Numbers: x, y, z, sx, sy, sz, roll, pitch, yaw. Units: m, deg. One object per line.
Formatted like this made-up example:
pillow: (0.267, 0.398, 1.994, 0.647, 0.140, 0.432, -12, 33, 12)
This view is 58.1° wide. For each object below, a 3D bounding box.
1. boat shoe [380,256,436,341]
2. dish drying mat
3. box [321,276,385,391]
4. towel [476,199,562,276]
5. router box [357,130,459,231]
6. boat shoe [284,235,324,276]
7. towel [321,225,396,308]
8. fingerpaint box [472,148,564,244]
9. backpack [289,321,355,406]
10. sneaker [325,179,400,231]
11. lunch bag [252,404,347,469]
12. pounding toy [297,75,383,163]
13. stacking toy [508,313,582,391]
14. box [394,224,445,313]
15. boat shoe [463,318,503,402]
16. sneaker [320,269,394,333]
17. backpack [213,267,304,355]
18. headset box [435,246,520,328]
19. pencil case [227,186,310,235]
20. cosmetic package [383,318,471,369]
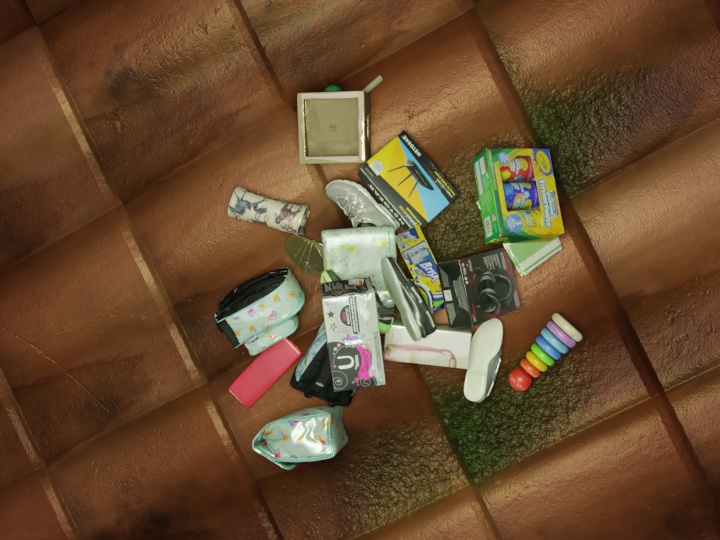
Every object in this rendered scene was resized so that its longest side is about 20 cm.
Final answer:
boat shoe: (0.107, 0.057, 1.458, 0.060, 0.076, 0.202, -23, 91, -17)
dish drying mat: (-0.237, 0.249, 1.611, 0.077, 0.018, 0.200, 44, 95, 2)
box: (-0.018, 0.132, 1.364, 0.113, 0.132, 0.203, -8, 104, -2)
towel: (0.372, -0.106, 1.500, 0.152, 0.023, 0.201, -30, 87, -23)
router box: (0.111, -0.202, 1.517, 0.149, 0.051, 0.200, -41, 89, -13)
boat shoe: (-0.092, -0.023, 1.572, 0.199, 0.063, 0.074, 26, 102, 11)
towel: (0.000, 0.000, 1.497, 0.169, 0.048, 0.203, -6, 107, -8)
fingerpaint box: (0.354, -0.168, 1.454, 0.164, 0.073, 0.203, -2, 78, -18)
backpack: (-0.055, 0.201, 1.517, 0.161, 0.155, 0.201, 20, 135, -8)
sneaker: (-0.003, -0.140, 1.527, 0.199, 0.075, 0.082, 33, 56, 4)
lunch bag: (-0.143, 0.391, 1.529, 0.197, 0.170, 0.124, -12, 83, 7)
pounding toy: (-0.043, -0.357, 1.523, 0.181, 0.142, 0.203, 1, 101, 9)
stacking toy: (0.420, 0.198, 1.510, 0.085, 0.085, 0.200, 41, 100, 3)
box: (0.149, -0.001, 1.485, 0.064, 0.070, 0.201, -25, 124, 6)
boat shoe: (0.296, 0.214, 1.535, 0.072, 0.062, 0.203, 10, 77, 33)
sneaker: (-0.007, 0.061, 1.465, 0.199, 0.077, 0.084, 38, 69, -11)
backpack: (-0.223, 0.089, 1.527, 0.199, 0.176, 0.154, -36, 105, 7)
headset box: (0.276, 0.034, 1.474, 0.198, 0.077, 0.151, -13, 92, -38)
pencil case: (-0.223, -0.144, 1.561, 0.197, 0.089, 0.079, 15, 99, 7)
cosmetic package: (0.157, 0.170, 1.523, 0.197, 0.103, 0.089, 5, 94, 8)
